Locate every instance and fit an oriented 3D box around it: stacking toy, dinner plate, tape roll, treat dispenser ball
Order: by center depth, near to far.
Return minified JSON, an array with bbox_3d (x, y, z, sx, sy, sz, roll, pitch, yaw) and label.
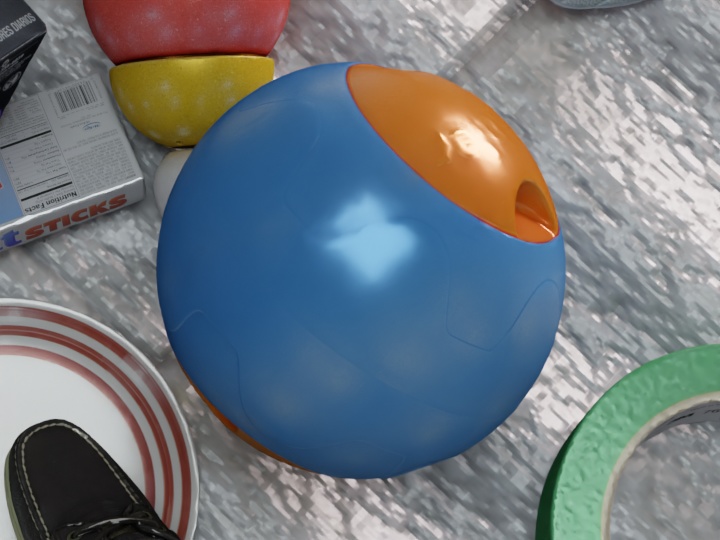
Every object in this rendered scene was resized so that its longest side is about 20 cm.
[{"bbox_3d":[0.000,0.000,1.053,0.199,0.201,0.203,2,72,-5],"label":"treat dispenser ball"},{"bbox_3d":[-0.180,0.112,1.093,0.198,0.024,0.202,2,74,-5],"label":"dinner plate"},{"bbox_3d":[0.191,0.140,1.110,0.198,0.048,0.202,2,72,-6],"label":"tape roll"},{"bbox_3d":[-0.090,-0.115,1.133,0.145,0.146,0.202,-2,88,-6],"label":"stacking toy"}]

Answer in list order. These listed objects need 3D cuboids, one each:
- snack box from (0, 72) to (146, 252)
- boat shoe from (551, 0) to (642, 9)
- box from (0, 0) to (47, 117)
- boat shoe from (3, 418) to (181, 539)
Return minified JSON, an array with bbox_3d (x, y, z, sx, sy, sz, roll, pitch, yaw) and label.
[{"bbox_3d":[-0.216,-0.038,1.130,0.198,0.024,0.072,-21,66,-12],"label":"snack box"},{"bbox_3d":[0.177,-0.210,1.216,0.199,0.074,0.067,-23,49,-12],"label":"boat shoe"},{"bbox_3d":[-0.271,-0.137,1.067,0.200,0.106,0.122,46,53,4],"label":"box"},{"bbox_3d":[-0.107,0.145,1.028,0.073,0.065,0.201,-22,63,-27],"label":"boat shoe"}]
